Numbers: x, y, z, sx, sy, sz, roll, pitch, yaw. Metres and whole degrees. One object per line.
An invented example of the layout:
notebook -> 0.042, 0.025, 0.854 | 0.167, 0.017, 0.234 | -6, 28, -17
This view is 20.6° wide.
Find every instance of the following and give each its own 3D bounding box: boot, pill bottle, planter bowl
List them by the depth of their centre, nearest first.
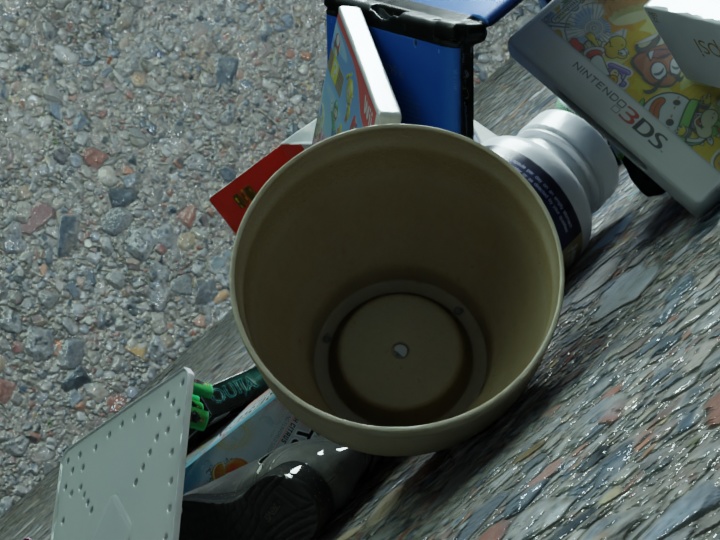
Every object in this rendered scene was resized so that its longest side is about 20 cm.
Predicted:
planter bowl -> 0.024, 0.031, 1.224 | 0.200, 0.200, 0.135 | -42, -21, -16
boot -> -0.043, 0.145, 1.361 | 0.131, 0.070, 0.199 | -38, 11, -39
pill bottle -> 0.098, -0.027, 1.433 | 0.200, 0.111, 0.111 | -44, 7, -28

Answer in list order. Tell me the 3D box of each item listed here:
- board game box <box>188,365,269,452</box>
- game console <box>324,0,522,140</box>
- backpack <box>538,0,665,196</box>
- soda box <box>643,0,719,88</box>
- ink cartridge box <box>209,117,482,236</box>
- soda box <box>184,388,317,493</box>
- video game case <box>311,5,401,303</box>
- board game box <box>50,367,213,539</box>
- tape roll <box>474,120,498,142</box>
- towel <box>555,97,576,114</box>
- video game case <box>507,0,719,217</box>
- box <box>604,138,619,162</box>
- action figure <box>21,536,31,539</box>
board game box -> -0.088, 0.110, 1.662 | 0.199, 0.028, 0.135 | -21, -16, -43
game console -> 0.066, -0.152, 1.353 | 0.117, 0.172, 0.200 | -8, 17, -24
backpack -> 0.206, -0.172, 1.397 | 0.163, 0.201, 0.154 | -38, -11, 4
soda box -> 0.258, -0.143, 1.186 | 0.068, 0.064, 0.200 | -42, 26, -9
ink cartridge box -> 0.002, -0.060, 1.533 | 0.199, 0.047, 0.160 | -35, -36, 1
soda box -> -0.059, 0.126, 1.541 | 0.200, 0.064, 0.068 | -39, 6, 24
video game case -> -0.013, -0.057, 1.346 | 0.143, 0.017, 0.201 | -108, 25, -52
board game box -> -0.165, 0.192, 1.374 | 0.200, 0.026, 0.202 | -34, 45, 49
tape roll -> 0.028, -0.060, 1.729 | 0.203, 0.139, 0.203 | -54, -7, -10
towel -> 0.144, -0.087, 1.699 | 0.201, 0.031, 0.149 | -59, -4, 27
video game case -> 0.228, -0.157, 1.306 | 0.200, 0.182, 0.023 | -41, -26, -10
box -> 0.271, -0.178, 1.772 | 0.193, 0.048, 0.200 | -40, 6, 4
action figure -> -0.189, 0.248, 1.264 | 0.148, 0.135, 0.201 | -8, -37, -23
